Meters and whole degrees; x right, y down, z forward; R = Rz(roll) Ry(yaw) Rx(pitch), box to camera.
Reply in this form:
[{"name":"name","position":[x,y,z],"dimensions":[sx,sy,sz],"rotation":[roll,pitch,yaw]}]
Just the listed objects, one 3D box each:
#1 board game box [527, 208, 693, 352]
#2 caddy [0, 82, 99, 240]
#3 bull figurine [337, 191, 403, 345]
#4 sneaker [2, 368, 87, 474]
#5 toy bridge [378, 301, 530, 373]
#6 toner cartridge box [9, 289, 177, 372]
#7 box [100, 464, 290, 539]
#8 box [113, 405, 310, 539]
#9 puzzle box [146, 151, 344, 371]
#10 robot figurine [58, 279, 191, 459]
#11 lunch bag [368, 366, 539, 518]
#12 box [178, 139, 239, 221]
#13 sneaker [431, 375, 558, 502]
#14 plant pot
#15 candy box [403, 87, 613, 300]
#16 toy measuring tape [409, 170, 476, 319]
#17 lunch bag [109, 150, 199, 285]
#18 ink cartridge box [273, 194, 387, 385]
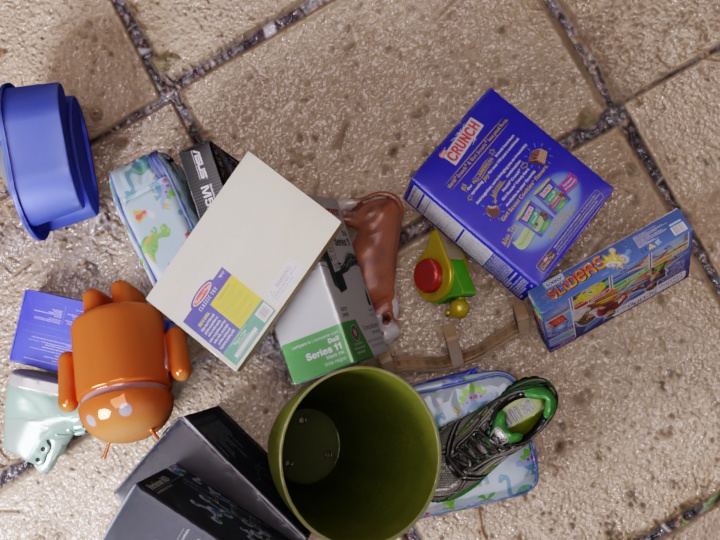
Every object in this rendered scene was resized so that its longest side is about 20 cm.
[{"name":"board game box","position":[0.301,0.016,1.208],"dimensions":[0.198,0.136,0.035],"rotation":[-29,61,1]},{"name":"caddy","position":[-0.404,-0.141,1.273],"dimensions":[0.103,0.141,0.203],"rotation":[-11,85,-2]},{"name":"bull figurine","position":[0.000,0.000,1.268],"dimensions":[0.119,0.065,0.203],"rotation":[7,86,8]},{"name":"sneaker","position":[-0.356,0.204,1.282],"dimensions":[0.197,0.074,0.120],"rotation":[12,94,3]},{"name":"toy bridge","position":[0.115,0.095,1.251],"dimensions":[0.197,0.068,0.027],"rotation":[-18,50,2]},{"name":"toner cartridge box","position":[-0.343,0.092,1.299],"dimensions":[0.197,0.043,0.096],"rotation":[13,88,5]},{"name":"box","position":[-0.154,0.302,1.021],"dimensions":[0.198,0.148,0.108],"rotation":[31,90,5]},{"name":"box","position":[-0.158,0.275,1.195],"dimensions":[0.200,0.197,0.124],"rotation":[43,91,6]},{"name":"puzzle box","position":[-0.126,-0.010,1.097],"dimensions":[0.132,0.025,0.201],"rotation":[37,93,8]},{"name":"robot figurine","position":[-0.282,0.116,1.200],"dimensions":[0.142,0.117,0.203],"rotation":[0,67,-27]},{"name":"lunch bag","position":[0.114,0.209,1.236],"dimensions":[0.197,0.082,0.163],"rotation":[-14,85,4]},{"name":"box","position":[-0.147,-0.044,1.215],"dimensions":[0.047,0.200,0.196],"rotation":[-21,84,5]},{"name":"sneaker","position":[0.141,0.190,1.153],"dimensions":[0.199,0.085,0.078],"rotation":[-41,81,2]},{"name":"plant pot","position":[-0.032,0.208,1.151],"dimensions":[0.184,0.200,0.190],"rotation":[3,82,-21]},{"name":"candy box","position":[0.179,-0.094,1.233],"dimensions":[0.200,0.077,0.169],"rotation":[41,71,4]},{"name":"toy measuring tape","position":[0.088,-0.026,1.271],"dimensions":[0.073,0.074,0.202],"rotation":[-21,68,3]},{"name":"lunch bag","position":[-0.226,-0.041,1.235],"dimensions":[0.082,0.161,0.202],"rotation":[-26,87,-2]},{"name":"ink cartridge box","position":[-0.052,0.018,1.174],"dimensions":[0.082,0.146,0.203],"rotation":[-21,86,16]}]
